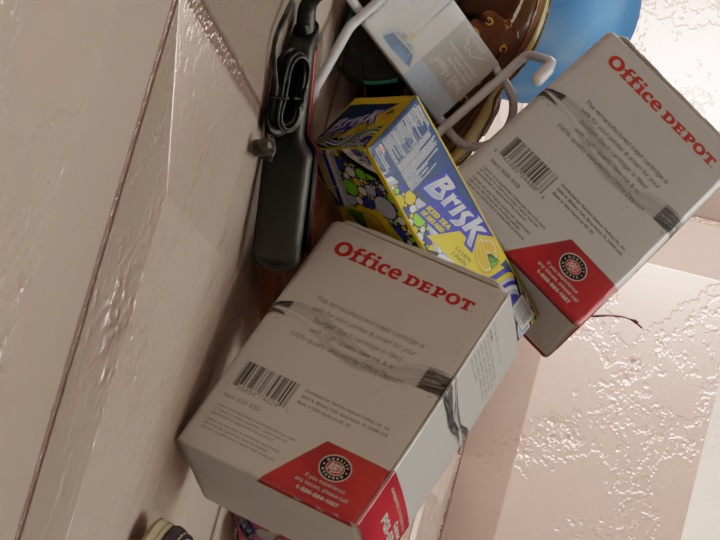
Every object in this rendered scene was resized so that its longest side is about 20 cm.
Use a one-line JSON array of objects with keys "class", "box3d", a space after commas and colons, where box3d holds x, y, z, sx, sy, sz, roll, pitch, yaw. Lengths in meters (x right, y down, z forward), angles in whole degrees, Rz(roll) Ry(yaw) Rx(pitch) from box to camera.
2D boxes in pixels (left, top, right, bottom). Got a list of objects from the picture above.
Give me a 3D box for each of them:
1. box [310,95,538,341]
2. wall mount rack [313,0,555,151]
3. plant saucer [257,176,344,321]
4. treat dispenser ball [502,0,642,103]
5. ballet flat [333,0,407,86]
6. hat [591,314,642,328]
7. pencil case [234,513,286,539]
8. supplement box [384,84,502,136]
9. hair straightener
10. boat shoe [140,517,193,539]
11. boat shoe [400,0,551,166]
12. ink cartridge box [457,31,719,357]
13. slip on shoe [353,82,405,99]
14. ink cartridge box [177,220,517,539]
[{"class": "box", "box3d": [0.045, -0.025, 1.428, 0.064, 0.070, 0.201, -46, 120, -30]}, {"class": "wall mount rack", "box3d": [0.042, -0.142, 1.478, 0.174, 0.200, 0.075, -43, -154, -5]}, {"class": "plant saucer", "box3d": [0.000, 0.000, 1.494, 0.200, 0.032, 0.202, -12, 106, -50]}, {"class": "treat dispenser ball", "box3d": [0.159, -0.255, 1.856, 0.201, 0.199, 0.202, 14, 90, -81]}, {"class": "ballet flat", "box3d": [0.037, -0.231, 1.550, 0.068, 0.068, 0.201, 60, 44, -75]}, {"class": "hat", "box3d": [0.066, 0.047, 1.588, 0.200, 0.166, 0.176, -49, -152, -8]}, {"class": "pencil case", "box3d": [-0.062, 0.244, 1.626, 0.087, 0.082, 0.201, -48, 157, -35]}, {"class": "supplement box", "box3d": [0.076, -0.225, 1.663, 0.086, 0.110, 0.201, -60, 161, -68]}, {"class": "hair straightener", "box3d": [-0.043, -0.094, 1.345, 0.077, 0.041, 0.201, -51, 154, -71]}, {"class": "boat shoe", "box3d": [-0.131, 0.257, 1.258, 0.072, 0.064, 0.201, 73, 31, -70]}, {"class": "boat shoe", "box3d": [0.086, -0.176, 1.561, 0.067, 0.072, 0.201, 29, 87, -55]}, {"class": "ink cartridge box", "box3d": [0.165, -0.059, 1.514, 0.200, 0.144, 0.084, -42, 174, -23]}, {"class": "slip on shoe", "box3d": [0.025, -0.121, 1.630, 0.061, 0.073, 0.201, -76, 171, -67]}, {"class": "ink cartridge box", "box3d": [-0.004, 0.084, 1.356, 0.200, 0.146, 0.083, -54, 151, -25]}]
